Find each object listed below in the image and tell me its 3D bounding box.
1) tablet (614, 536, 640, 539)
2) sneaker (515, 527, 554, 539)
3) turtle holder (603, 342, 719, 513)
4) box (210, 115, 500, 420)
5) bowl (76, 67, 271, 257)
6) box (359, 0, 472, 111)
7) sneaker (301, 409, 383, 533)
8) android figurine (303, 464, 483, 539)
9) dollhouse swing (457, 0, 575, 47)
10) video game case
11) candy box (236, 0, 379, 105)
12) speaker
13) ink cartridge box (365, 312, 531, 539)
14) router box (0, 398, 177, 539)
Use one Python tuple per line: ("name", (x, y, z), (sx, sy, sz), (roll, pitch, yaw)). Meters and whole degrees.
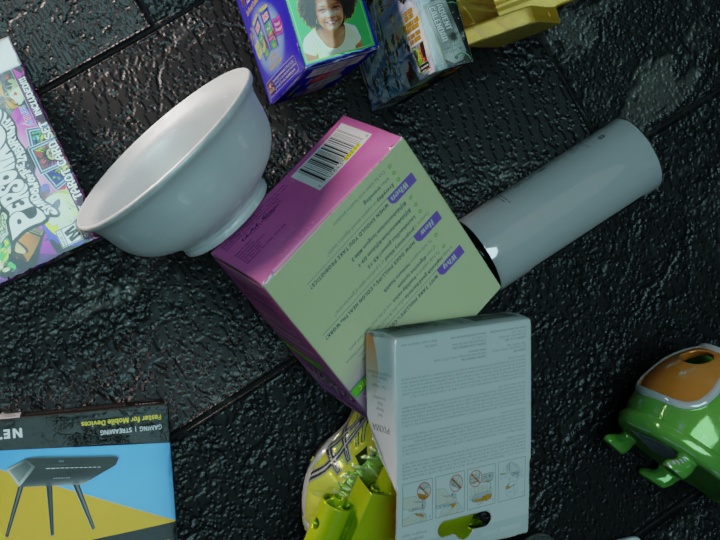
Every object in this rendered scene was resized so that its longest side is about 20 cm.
("tablet", (0.236, 0.374, 1.289), (0.129, 0.014, 0.202), (-10, 89, -12))
("sneaker", (0.124, 0.322, 1.242), (0.074, 0.088, 0.200), (37, 104, -25))
("turtle holder", (0.341, 0.157, 1.254), (0.185, 0.141, 0.132), (35, 81, -8))
("box", (0.000, 0.000, 1.162), (0.176, 0.096, 0.200), (-47, 127, -12))
("bowl", (-0.145, -0.077, 1.141), (0.201, 0.201, 0.090), (-46, 111, -9))
("box", (0.034, -0.229, 1.170), (0.039, 0.200, 0.138), (-17, 92, -15))
("sneaker", (0.004, 0.170, 1.214), (0.075, 0.076, 0.202), (25, 85, -12))
("android figurine", (0.029, 0.256, 1.203), (0.180, 0.041, 0.202), (11, 109, -31))
("dollhouse swing", (0.162, -0.333, 1.212), (0.174, 0.182, 0.202), (-18, 92, 22))
("video game case", (-0.353, -0.081, 1.167), (0.180, 0.036, 0.202), (-25, 93, -11))
("candy box", (-0.065, -0.267, 1.166), (0.076, 0.169, 0.202), (-19, 92, -15))
("speaker", (0.189, -0.064, 1.259), (0.199, 0.081, 0.082), (-32, 95, -12))
("ink cartridge box", (0.081, 0.145, 1.162), (0.161, 0.050, 0.203), (-6, 101, -35))
("router box", (-0.267, 0.199, 1.168), (0.198, 0.051, 0.151), (-5, 91, -12))
